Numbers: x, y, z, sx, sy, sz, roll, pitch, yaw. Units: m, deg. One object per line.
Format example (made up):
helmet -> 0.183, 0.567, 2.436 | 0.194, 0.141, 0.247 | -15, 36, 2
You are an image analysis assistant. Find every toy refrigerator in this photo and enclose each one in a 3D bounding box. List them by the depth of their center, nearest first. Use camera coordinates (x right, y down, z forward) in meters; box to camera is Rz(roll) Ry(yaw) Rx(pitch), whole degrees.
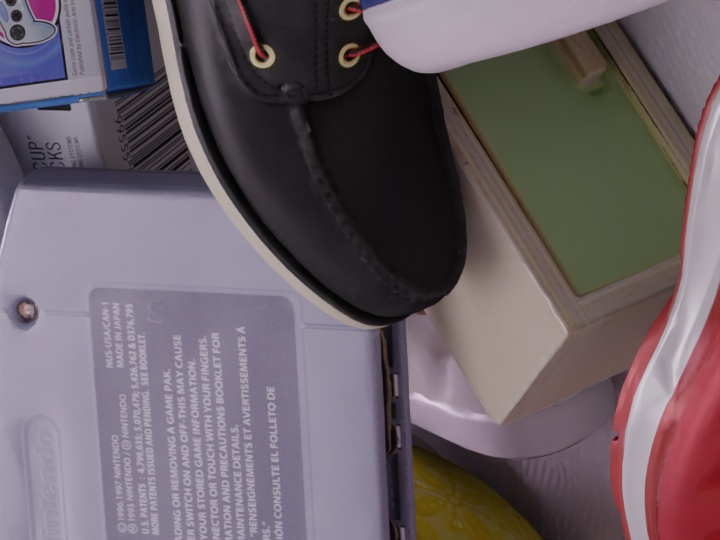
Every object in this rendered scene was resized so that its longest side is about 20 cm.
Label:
toy refrigerator -> 0.030, -0.063, 0.876 | 0.200, 0.076, 0.070 | 59, 151, 17

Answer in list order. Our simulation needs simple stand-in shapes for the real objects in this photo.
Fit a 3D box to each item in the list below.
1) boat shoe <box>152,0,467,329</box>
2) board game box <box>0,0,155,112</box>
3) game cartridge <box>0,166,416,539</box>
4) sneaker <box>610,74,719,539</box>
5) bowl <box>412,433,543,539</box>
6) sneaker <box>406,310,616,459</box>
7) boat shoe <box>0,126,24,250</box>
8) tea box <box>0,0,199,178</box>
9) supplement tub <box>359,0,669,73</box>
boat shoe -> -0.015, -0.077, 0.790 | 0.063, 0.074, 0.202 | -6, 110, 44
board game box -> -0.170, -0.135, 0.816 | 0.056, 0.195, 0.201 | -30, -67, -78
game cartridge -> -0.050, 0.067, 0.892 | 0.133, 0.041, 0.201 | 2, 107, 15
sneaker -> 0.133, 0.042, 0.772 | 0.116, 0.078, 0.200 | 41, 143, 42
bowl -> -0.011, 0.115, 1.014 | 0.200, 0.199, 0.108 | 101, 180, -45
sneaker -> 0.000, 0.000, 0.973 | 0.200, 0.073, 0.085 | 10, 127, 45
boat shoe -> -0.190, -0.061, 0.891 | 0.200, 0.065, 0.074 | 41, 127, 2
tea box -> -0.145, -0.120, 0.960 | 0.196, 0.134, 0.201 | 3, 117, 27
supplement tub -> 0.041, -0.162, 0.714 | 0.144, 0.144, 0.201 | -10, 101, 61
